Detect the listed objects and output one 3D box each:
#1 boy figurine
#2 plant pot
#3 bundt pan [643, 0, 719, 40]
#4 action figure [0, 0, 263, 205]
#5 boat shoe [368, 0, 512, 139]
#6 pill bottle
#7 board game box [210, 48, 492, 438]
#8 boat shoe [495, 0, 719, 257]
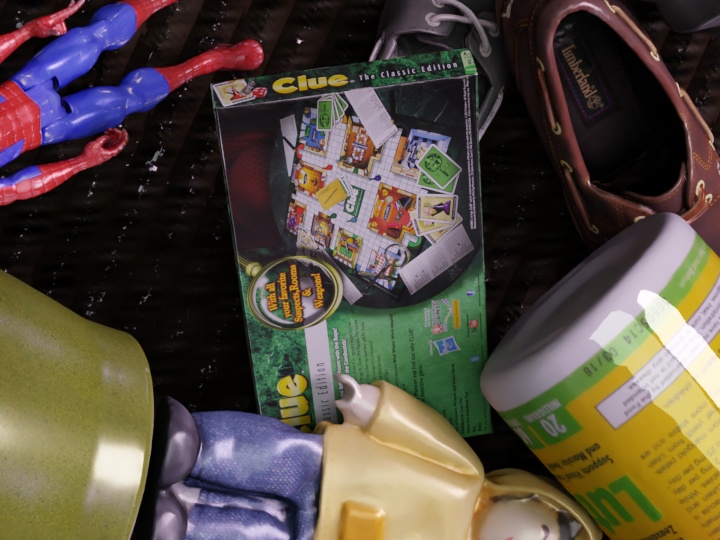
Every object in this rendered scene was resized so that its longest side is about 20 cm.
[{"bbox_3d":[0.006,0.110,0.945,0.199,0.064,0.125,12,92,-12],"label":"boy figurine"},{"bbox_3d":[-0.193,0.066,0.895,0.192,0.200,0.201,16,92,-24],"label":"plant pot"},{"bbox_3d":[0.153,-0.181,0.953,0.201,0.076,0.203,14,61,-27],"label":"bundt pan"},{"bbox_3d":[-0.125,-0.071,0.908,0.200,0.052,0.066,-33,107,-36],"label":"action figure"},{"bbox_3d":[0.028,-0.069,0.980,0.067,0.057,0.201,24,91,-13],"label":"boat shoe"},{"bbox_3d":[0.153,0.084,0.932,0.111,0.111,0.200,-43,96,-5],"label":"pill bottle"},{"bbox_3d":[0.000,0.000,0.925,0.104,0.024,0.201,-9,132,-5],"label":"board game box"},{"bbox_3d":[0.119,-0.046,0.974,0.070,0.070,0.200,-35,118,2],"label":"boat shoe"}]
